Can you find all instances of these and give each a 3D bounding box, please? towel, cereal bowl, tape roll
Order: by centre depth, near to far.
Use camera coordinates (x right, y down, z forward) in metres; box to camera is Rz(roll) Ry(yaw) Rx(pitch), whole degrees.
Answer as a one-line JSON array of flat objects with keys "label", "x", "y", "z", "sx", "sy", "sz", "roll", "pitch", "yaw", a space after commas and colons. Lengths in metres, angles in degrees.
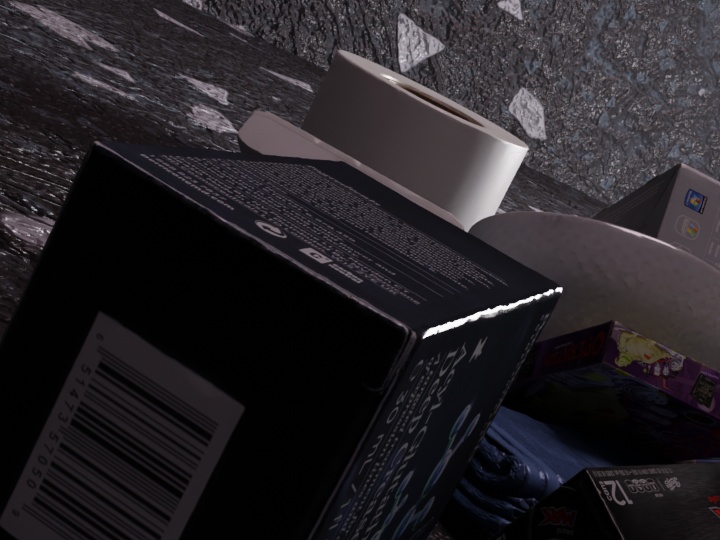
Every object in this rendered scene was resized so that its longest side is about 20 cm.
[{"label": "towel", "x": 0.116, "y": 0.119, "z": 0.735, "sx": 0.199, "sy": 0.049, "sz": 0.112, "roll": 19, "pitch": 12, "yaw": -35}, {"label": "cereal bowl", "x": 0.148, "y": 0.044, "z": 0.888, "sx": 0.199, "sy": 0.084, "sz": 0.200, "roll": 20, "pitch": -17, "yaw": 7}, {"label": "tape roll", "x": 0.038, "y": -0.099, "z": 1.293, "sx": 0.202, "sy": 0.140, "sz": 0.203, "roll": 25, "pitch": 11, "yaw": -5}]

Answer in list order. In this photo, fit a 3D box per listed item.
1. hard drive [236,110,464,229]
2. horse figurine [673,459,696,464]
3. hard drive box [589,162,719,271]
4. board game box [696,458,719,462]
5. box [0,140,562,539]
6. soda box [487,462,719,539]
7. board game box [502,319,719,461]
[{"label": "hard drive", "x": 0.000, "y": 0.000, "z": 0.790, "sx": 0.131, "sy": 0.026, "sz": 0.200, "roll": 31, "pitch": -21, "yaw": 18}, {"label": "horse figurine", "x": 0.271, "y": 0.155, "z": 0.797, "sx": 0.200, "sy": 0.133, "sz": 0.050, "roll": 39, "pitch": 26, "yaw": 9}, {"label": "hard drive box", "x": 0.258, "y": 0.021, "z": 0.954, "sx": 0.199, "sy": 0.077, "sz": 0.156, "roll": 25, "pitch": -18, "yaw": -9}, {"label": "board game box", "x": 0.322, "y": 0.131, "z": 0.918, "sx": 0.198, "sy": 0.035, "sz": 0.135, "roll": 0, "pitch": 5, "yaw": 15}, {"label": "box", "x": -0.029, "y": 0.050, "z": 0.456, "sx": 0.107, "sy": 0.149, "sz": 0.200, "roll": 30, "pitch": 12, "yaw": 15}, {"label": "soda box", "x": 0.148, "y": 0.129, "z": 0.619, "sx": 0.199, "sy": 0.071, "sz": 0.064, "roll": 7, "pitch": 49, "yaw": -45}, {"label": "board game box", "x": 0.144, "y": 0.077, "z": 0.805, "sx": 0.119, "sy": 0.033, "sz": 0.200, "roll": 21, "pitch": -16, "yaw": -14}]
